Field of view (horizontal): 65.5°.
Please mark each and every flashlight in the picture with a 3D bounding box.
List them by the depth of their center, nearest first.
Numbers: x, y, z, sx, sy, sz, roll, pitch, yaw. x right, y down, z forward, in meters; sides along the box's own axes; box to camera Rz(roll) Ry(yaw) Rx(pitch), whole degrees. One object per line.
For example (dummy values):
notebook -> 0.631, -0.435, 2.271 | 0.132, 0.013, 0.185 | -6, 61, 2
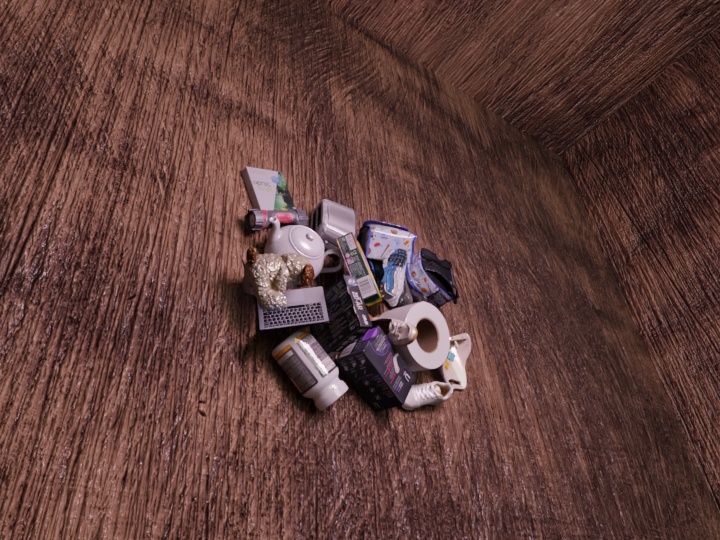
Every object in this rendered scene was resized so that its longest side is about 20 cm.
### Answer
flashlight -> -0.250, -0.153, 1.704 | 0.200, 0.068, 0.068 | -3, 17, -41

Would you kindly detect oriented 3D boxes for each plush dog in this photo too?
plush dog -> -0.214, 0.000, 1.491 | 0.172, 0.161, 0.200 | -13, 23, -27

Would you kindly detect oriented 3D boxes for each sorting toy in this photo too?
sorting toy -> 0.293, 0.307, 1.840 | 0.200, 0.107, 0.180 | 5, 66, -55

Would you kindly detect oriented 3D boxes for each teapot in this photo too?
teapot -> -0.176, -0.061, 1.663 | 0.200, 0.146, 0.198 | -17, 71, -51

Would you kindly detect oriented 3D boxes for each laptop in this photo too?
laptop -> -0.177, 0.097, 1.470 | 0.187, 0.116, 0.200 | -6, 50, -9

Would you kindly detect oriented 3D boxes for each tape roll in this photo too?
tape roll -> 0.156, 0.207, 1.708 | 0.203, 0.139, 0.203 | 16, 66, -39

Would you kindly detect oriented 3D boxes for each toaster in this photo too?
toaster -> -0.089, -0.150, 1.852 | 0.129, 0.114, 0.200 | 23, 46, -26

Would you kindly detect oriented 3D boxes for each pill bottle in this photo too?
pill bottle -> -0.129, 0.256, 1.454 | 0.200, 0.116, 0.116 | 52, 38, 4

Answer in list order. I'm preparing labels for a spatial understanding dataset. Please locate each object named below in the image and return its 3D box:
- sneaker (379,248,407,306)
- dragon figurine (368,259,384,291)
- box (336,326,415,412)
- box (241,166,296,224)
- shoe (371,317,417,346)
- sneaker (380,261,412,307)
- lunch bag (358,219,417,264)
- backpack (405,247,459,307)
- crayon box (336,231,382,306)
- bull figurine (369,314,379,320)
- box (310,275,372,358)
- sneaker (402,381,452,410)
sneaker -> 0.108, 0.023, 1.779 | 0.087, 0.075, 0.200 | 66, 35, -53
dragon figurine -> 0.039, 0.001, 1.852 | 0.059, 0.099, 0.200 | 13, 49, -37
box -> 0.047, 0.279, 1.580 | 0.200, 0.106, 0.122 | 55, 36, -13
box -> -0.288, -0.239, 1.800 | 0.144, 0.036, 0.200 | 1, 59, -43
shoe -> 0.082, 0.172, 1.605 | 0.053, 0.200, 0.070 | 23, 79, -36
sneaker -> 0.100, 0.037, 1.899 | 0.114, 0.076, 0.200 | 10, 56, -48
lunch bag -> 0.085, -0.100, 1.912 | 0.170, 0.124, 0.200 | 10, 8, -10
backpack -> 0.237, 0.021, 1.977 | 0.190, 0.154, 0.200 | 44, 26, -34
crayon box -> 0.000, 0.000, 1.696 | 0.173, 0.058, 0.200 | 48, 19, -78
bull figurine -> -0.026, 0.146, 1.693 | 0.121, 0.065, 0.200 | 47, 32, 10
box -> -0.065, 0.133, 1.554 | 0.043, 0.200, 0.160 | 6, 52, -41
sneaker -> 0.193, 0.370, 1.693 | 0.200, 0.081, 0.077 | 2, 58, -41
